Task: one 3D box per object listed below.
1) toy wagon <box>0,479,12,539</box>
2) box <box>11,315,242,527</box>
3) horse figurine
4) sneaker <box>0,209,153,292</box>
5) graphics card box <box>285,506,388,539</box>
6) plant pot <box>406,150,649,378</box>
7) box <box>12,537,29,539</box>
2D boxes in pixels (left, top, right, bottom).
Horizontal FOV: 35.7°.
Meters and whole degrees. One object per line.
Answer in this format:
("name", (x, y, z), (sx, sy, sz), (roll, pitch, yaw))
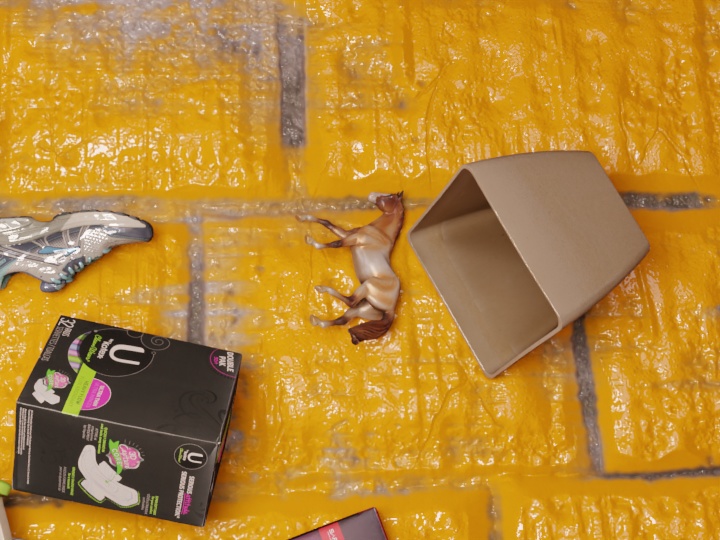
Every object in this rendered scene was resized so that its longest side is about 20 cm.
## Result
("toy wagon", (-0.406, 0.272, 1.105), (0.200, 0.040, 0.155), (21, 75, 14))
("box", (-0.236, 0.153, 1.152), (0.200, 0.124, 0.149), (13, 34, -3))
("horse figurine", (0.000, 0.000, 1.291), (0.132, 0.050, 0.200), (1, 64, -25))
("sneaker", (-0.331, -0.019, 1.258), (0.200, 0.078, 0.086), (-6, 86, -2))
("graphics card box", (-0.055, 0.344, 1.187), (0.200, 0.051, 0.126), (-18, 77, -11))
("plant pot", (0.201, -0.024, 1.265), (0.177, 0.200, 0.200), (-23, 77, -25))
("box", (-0.399, 0.369, 1.135), (0.158, 0.048, 0.200), (9, 72, -3))
